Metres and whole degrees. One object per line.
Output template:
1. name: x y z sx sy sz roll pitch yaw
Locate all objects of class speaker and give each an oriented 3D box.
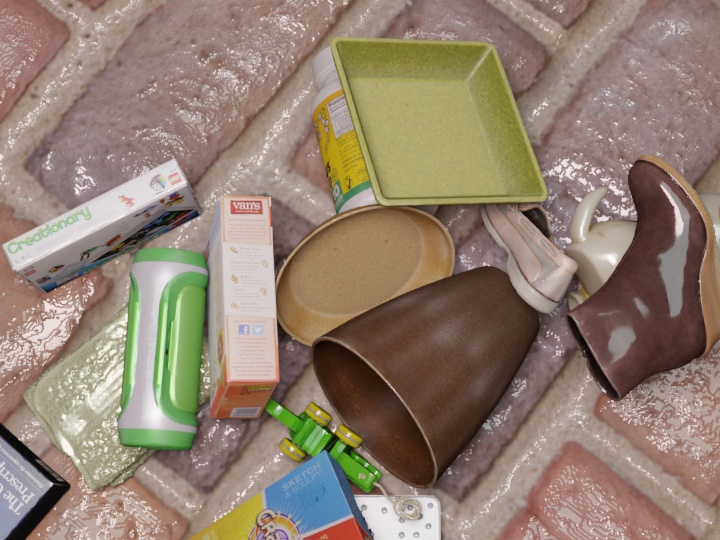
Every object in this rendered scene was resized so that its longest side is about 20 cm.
1. speaker: -0.204 0.082 1.385 0.088 0.088 0.201 3 79 2

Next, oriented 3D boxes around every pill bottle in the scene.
1. pill bottle: 0.009 -0.144 1.446 0.112 0.113 0.201 -14 69 -2

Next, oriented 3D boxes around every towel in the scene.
1. towel: -0.248 0.124 1.439 0.200 0.036 0.148 -41 81 -7

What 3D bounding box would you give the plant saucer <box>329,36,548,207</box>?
1. plant saucer: 0.072 -0.142 1.372 0.199 0.048 0.201 -3 62 -27

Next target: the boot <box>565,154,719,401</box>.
1. boot: 0.265 0.005 1.285 0.166 0.072 0.201 -26 91 -21

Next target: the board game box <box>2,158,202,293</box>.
1. board game box: -0.270 -0.045 1.428 0.199 0.126 0.035 -27 79 -5

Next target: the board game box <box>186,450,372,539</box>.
1. board game box: -0.086 0.290 1.319 0.199 0.040 0.153 -34 41 4

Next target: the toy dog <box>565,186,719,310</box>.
1. toy dog: 0.320 -0.010 1.413 0.199 0.140 0.195 -23 86 -16

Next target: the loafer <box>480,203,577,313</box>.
1. loafer: 0.180 -0.035 1.391 0.072 0.200 0.063 29 115 -26

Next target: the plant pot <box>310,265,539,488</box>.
1. plant pot: 0.083 0.088 1.383 0.200 0.187 0.187 -38 80 -22

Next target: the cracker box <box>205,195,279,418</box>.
1. cracker box: -0.124 0.040 1.386 0.057 0.134 0.201 0 69 -13

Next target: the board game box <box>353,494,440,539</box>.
1. board game box: -0.016 0.336 1.395 0.199 0.026 0.201 0 79 1

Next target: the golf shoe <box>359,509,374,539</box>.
1. golf shoe: -0.016 0.322 1.325 0.092 0.073 0.201 -10 57 -8

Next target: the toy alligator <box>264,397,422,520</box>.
1. toy alligator: -0.018 0.198 1.409 0.200 0.054 0.059 35 90 9

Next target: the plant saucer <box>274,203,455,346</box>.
1. plant saucer: 0.000 0.000 1.399 0.199 0.201 0.036 -23 47 -4

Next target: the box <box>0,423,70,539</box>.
1. box: -0.429 0.214 1.403 0.200 0.079 0.141 39 84 8
